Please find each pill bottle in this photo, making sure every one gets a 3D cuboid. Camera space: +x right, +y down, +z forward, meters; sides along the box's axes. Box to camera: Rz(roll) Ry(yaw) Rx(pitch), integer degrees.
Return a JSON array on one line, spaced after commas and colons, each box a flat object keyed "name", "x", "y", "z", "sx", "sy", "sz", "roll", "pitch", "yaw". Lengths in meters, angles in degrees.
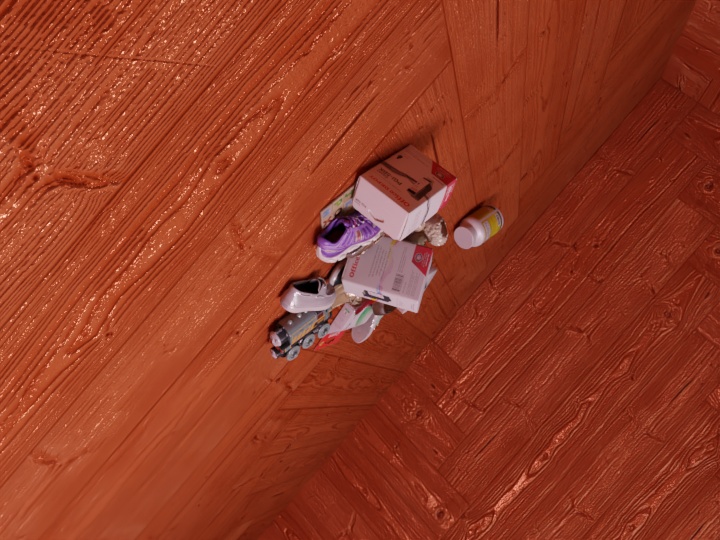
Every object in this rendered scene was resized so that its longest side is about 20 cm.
[{"name": "pill bottle", "x": 0.433, "y": -0.158, "z": 2.115, "sx": 0.199, "sy": 0.112, "sz": 0.113, "roll": -31, "pitch": 156, "yaw": -39}]

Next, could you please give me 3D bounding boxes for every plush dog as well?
[{"name": "plush dog", "x": 0.136, "y": -0.114, "z": 1.507, "sx": 0.157, "sy": 0.203, "sz": 0.173, "roll": -12, "pitch": 145, "yaw": -1}]

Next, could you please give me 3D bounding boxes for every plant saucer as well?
[{"name": "plant saucer", "x": 0.108, "y": 0.060, "z": 1.812, "sx": 0.200, "sy": 0.032, "sz": 0.203, "roll": -43, "pitch": 149, "yaw": -33}]

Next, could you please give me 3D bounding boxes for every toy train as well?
[{"name": "toy train", "x": -0.152, "y": 0.142, "z": 1.466, "sx": 0.199, "sy": 0.085, "sz": 0.115, "roll": -35, "pitch": 145, "yaw": -30}]

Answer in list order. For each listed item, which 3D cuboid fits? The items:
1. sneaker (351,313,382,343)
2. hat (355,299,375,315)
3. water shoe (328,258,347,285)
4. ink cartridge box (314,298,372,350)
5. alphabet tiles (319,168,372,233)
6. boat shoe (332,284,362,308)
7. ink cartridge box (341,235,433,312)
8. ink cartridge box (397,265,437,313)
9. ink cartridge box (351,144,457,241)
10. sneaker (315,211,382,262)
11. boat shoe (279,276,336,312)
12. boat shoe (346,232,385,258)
[{"name": "sneaker", "x": 0.052, "y": 0.160, "z": 1.937, "sx": 0.117, "sy": 0.074, "sz": 0.203, "roll": -4, "pitch": 131, "yaw": -55}, {"name": "hat", "x": 0.070, "y": 0.007, "z": 1.684, "sx": 0.202, "sy": 0.173, "sz": 0.168, "roll": -61, "pitch": 141, "yaw": -38}, {"name": "water shoe", "x": 0.000, "y": 0.000, "z": 1.514, "sx": 0.199, "sy": 0.079, "sz": 0.072, "roll": -30, "pitch": 154, "yaw": -43}, {"name": "ink cartridge box", "x": -0.045, "y": 0.180, "z": 1.816, "sx": 0.202, "sy": 0.050, "sz": 0.160, "roll": -58, "pitch": 159, "yaw": 19}, {"name": "alphabet tiles", "x": -0.028, "y": -0.127, "z": 1.320, "sx": 0.167, "sy": 0.008, "sz": 0.201, "roll": -42, "pitch": 160, "yaw": -20}, {"name": "boat shoe", "x": -0.020, "y": 0.058, "z": 1.587, "sx": 0.198, "sy": 0.065, "sz": 0.073, "roll": -33, "pitch": 159, "yaw": -17}, {"name": "ink cartridge box", "x": 0.067, "y": 0.000, "z": 1.421, "sx": 0.083, "sy": 0.196, "sz": 0.148, "roll": 80, "pitch": 27, "yaw": -68}, {"name": "ink cartridge box", "x": 0.188, "y": 0.081, "z": 2.145, "sx": 0.172, "sy": 0.043, "sz": 0.202, "roll": -27, "pitch": 151, "yaw": -50}, {"name": "ink cartridge box", "x": 0.098, "y": -0.176, "z": 1.270, "sx": 0.199, "sy": 0.146, "sz": 0.084, "roll": -38, "pitch": 159, "yaw": -39}, {"name": "sneaker", "x": -0.017, "y": -0.094, "z": 1.284, "sx": 0.199, "sy": 0.080, "sz": 0.084, "roll": -38, "pitch": 153, "yaw": -25}, {"name": "boat shoe", "x": -0.116, "y": 0.049, "z": 1.388, "sx": 0.198, "sy": 0.072, "sz": 0.069, "roll": -1, "pitch": 132, "yaw": -53}, {"name": "boat shoe", "x": 0.028, "y": -0.104, "z": 1.379, "sx": 0.198, "sy": 0.076, "sz": 0.072, "roll": -37, "pitch": 164, "yaw": -5}]
